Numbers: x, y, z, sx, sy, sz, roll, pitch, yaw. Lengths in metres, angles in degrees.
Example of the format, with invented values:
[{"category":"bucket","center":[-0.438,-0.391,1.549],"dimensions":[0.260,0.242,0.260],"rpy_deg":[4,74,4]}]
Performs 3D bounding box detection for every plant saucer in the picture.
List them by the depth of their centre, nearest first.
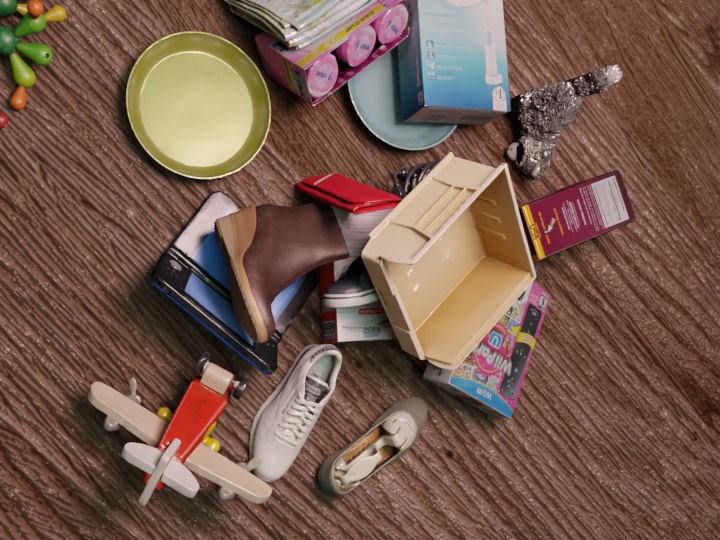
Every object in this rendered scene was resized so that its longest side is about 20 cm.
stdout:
[{"category":"plant saucer","center":[-0.221,-0.223,1.149],"dimensions":[0.197,0.031,0.204],"rpy_deg":[2,84,-22]},{"category":"plant saucer","center":[0.065,-0.278,1.271],"dimensions":[0.197,0.036,0.204],"rpy_deg":[3,83,-22]}]

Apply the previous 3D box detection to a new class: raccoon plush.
[{"category":"raccoon plush","center":[0.315,-0.222,1.301],"dimensions":[0.096,0.198,0.136],"rpy_deg":[-17,92,-54]}]

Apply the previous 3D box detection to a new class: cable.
[{"category":"cable","center":[0.121,-0.064,1.271],"dimensions":[0.161,0.051,0.204],"rpy_deg":[-11,91,-30]}]

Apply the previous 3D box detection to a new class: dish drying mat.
[{"category":"dish drying mat","center":[-0.019,-0.106,1.133],"dimensions":[0.076,0.199,0.019],"rpy_deg":[-11,108,-23]}]

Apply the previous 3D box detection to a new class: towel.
[{"category":"towel","center":[-0.073,-0.395,1.165],"dimensions":[0.199,0.049,0.171],"rpy_deg":[-38,54,-21]}]

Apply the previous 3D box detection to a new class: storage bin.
[{"category":"storage bin","center":[0.117,-0.010,1.089],"dimensions":[0.199,0.093,0.201],"rpy_deg":[-45,135,-21]}]

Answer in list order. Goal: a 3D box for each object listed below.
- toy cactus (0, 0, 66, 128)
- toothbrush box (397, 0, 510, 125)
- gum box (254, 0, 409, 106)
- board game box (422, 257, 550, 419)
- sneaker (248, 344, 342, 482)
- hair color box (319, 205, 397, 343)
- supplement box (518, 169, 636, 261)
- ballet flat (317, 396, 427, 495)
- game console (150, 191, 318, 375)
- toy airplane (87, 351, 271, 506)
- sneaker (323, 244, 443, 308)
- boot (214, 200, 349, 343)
[{"category":"toy cactus","center":[-0.462,-0.290,1.030],"dimensions":[0.163,0.102,0.203],"rpy_deg":[21,85,-9]},{"category":"toothbrush box","center":[0.134,-0.325,1.240],"dimensions":[0.144,0.085,0.204],"rpy_deg":[-2,86,-22]},{"category":"gum box","center":[-0.034,-0.332,1.184],"dimensions":[0.199,0.067,0.113],"rpy_deg":[-40,55,-19]},{"category":"board game box","center":[0.192,0.097,1.251],"dimensions":[0.147,0.064,0.203],"rpy_deg":[31,75,-34]},{"category":"sneaker","center":[-0.087,0.190,1.136],"dimensions":[0.076,0.080,0.202],"rpy_deg":[29,76,-19]},{"category":"hair color box","center":[0.000,0.000,1.201],"dimensions":[0.109,0.064,0.204],"rpy_deg":[0,83,-25]},{"category":"supplement box","center":[0.312,-0.080,1.314],"dimensions":[0.198,0.110,0.087],"rpy_deg":[-21,92,-23]},{"category":"ballet flat","center":[0.029,0.250,1.187],"dimensions":[0.199,0.064,0.068],"rpy_deg":[-33,97,-22]},{"category":"game console","center":[-0.157,0.012,1.110],"dimensions":[0.199,0.171,0.119],"rpy_deg":[40,98,-14]},{"category":"toy airplane","center":[-0.223,0.215,1.044],"dimensions":[0.197,0.142,0.202],"rpy_deg":[-3,53,-35]},{"category":"sneaker","center":[0.027,-0.007,1.135],"dimensions":[0.198,0.078,0.081],"rpy_deg":[-18,102,-38]},{"category":"boot","center":[-0.089,-0.009,1.079],"dimensions":[0.164,0.073,0.202],"rpy_deg":[-10,57,-19]}]
